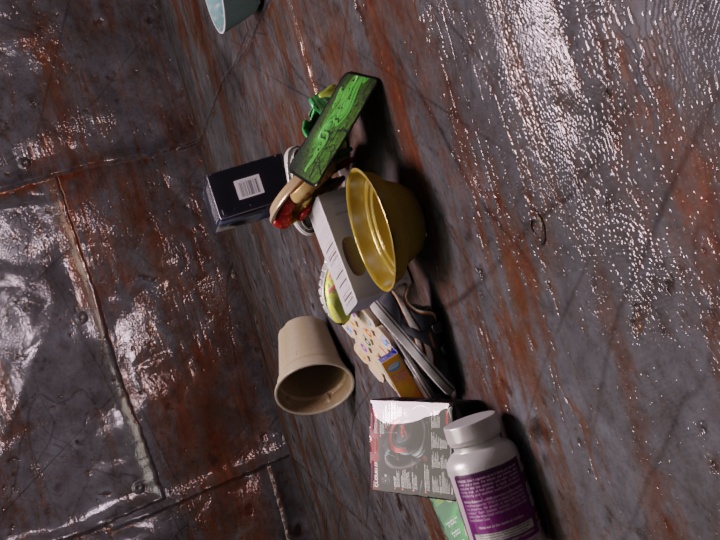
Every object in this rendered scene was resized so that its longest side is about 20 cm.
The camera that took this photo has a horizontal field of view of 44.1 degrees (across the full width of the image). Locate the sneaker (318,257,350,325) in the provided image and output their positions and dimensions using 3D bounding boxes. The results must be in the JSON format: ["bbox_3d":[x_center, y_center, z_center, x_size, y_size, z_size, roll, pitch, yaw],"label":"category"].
[{"bbox_3d":[-0.024,0.003,1.695,0.089,0.078,0.204,0,88,32],"label":"sneaker"}]

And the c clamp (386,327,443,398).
[{"bbox_3d":[0.098,0.171,1.564,0.172,0.027,0.201,61,178,-41],"label":"c clamp"}]

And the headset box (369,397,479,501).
[{"bbox_3d":[0.094,0.281,1.431,0.198,0.074,0.152,-7,83,43],"label":"headset box"}]

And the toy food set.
[{"bbox_3d":[-0.084,-0.150,1.599,0.049,0.198,0.200,45,130,4],"label":"toy food set"}]

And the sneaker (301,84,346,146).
[{"bbox_3d":[-0.070,-0.258,1.649,0.202,0.082,0.075,92,155,-51],"label":"sneaker"}]

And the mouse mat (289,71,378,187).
[{"bbox_3d":[-0.048,-0.238,1.477,0.007,0.202,0.161,31,-178,-27],"label":"mouse mat"}]

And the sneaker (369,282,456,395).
[{"bbox_3d":[0.106,0.110,1.456,0.201,0.079,0.078,50,176,-11],"label":"sneaker"}]

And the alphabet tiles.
[{"bbox_3d":[0.027,0.149,1.766,0.196,0.014,0.201,49,158,20],"label":"alphabet tiles"}]

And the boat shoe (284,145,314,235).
[{"bbox_3d":[-0.128,-0.174,1.967,0.064,0.070,0.203,-154,51,-71],"label":"boat shoe"}]

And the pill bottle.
[{"bbox_3d":[0.190,0.313,1.294,0.112,0.111,0.203,156,96,-74],"label":"pill bottle"}]

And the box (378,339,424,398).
[{"bbox_3d":[0.086,0.217,1.568,0.202,0.041,0.119,58,177,2],"label":"box"}]

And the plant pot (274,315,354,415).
[{"bbox_3d":[-0.128,0.223,2.213,0.202,0.197,0.185,90,169,-47],"label":"plant pot"}]

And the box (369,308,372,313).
[{"bbox_3d":[0.000,0.000,1.760,0.039,0.041,0.202,94,155,-53],"label":"box"}]

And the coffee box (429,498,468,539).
[{"bbox_3d":[0.180,0.384,1.422,0.123,0.044,0.202,-46,56,32],"label":"coffee box"}]

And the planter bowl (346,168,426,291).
[{"bbox_3d":[0.050,-0.075,1.422,0.200,0.082,0.204,162,90,-75],"label":"planter bowl"}]

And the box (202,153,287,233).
[{"bbox_3d":[-0.290,-0.192,2.278,0.198,0.197,0.125,151,101,-75],"label":"box"}]

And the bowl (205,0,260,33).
[{"bbox_3d":[-0.283,-0.634,1.960,0.201,0.103,0.204,163,90,-75],"label":"bowl"}]

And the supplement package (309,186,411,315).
[{"bbox_3d":[-0.002,-0.040,1.587,0.110,0.112,0.203,126,124,-71],"label":"supplement package"}]
